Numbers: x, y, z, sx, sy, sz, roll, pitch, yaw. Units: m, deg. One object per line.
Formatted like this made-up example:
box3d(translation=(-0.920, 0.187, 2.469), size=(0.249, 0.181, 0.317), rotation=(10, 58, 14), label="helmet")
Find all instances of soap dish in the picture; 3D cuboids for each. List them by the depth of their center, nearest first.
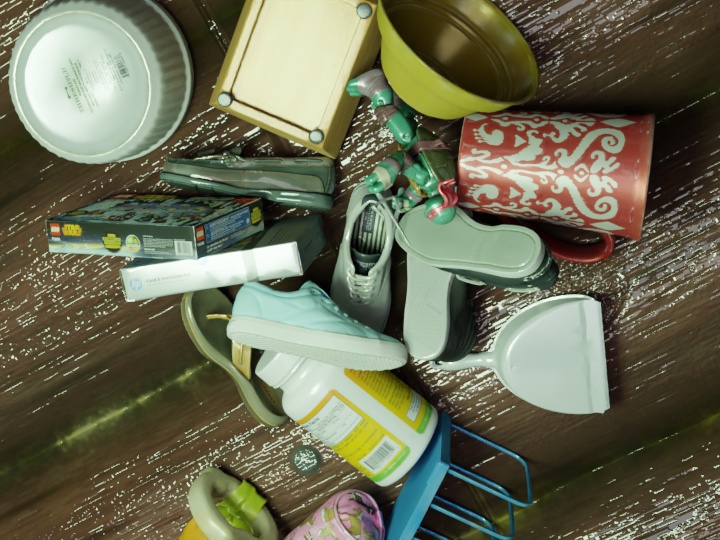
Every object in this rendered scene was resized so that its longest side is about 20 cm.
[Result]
box3d(translation=(-0.065, -0.238, 1.462), size=(0.156, 0.081, 0.202), rotation=(23, 108, 1), label="soap dish")

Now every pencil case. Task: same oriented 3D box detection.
box3d(translation=(-0.055, 0.343, 1.603), size=(0.087, 0.083, 0.200), rotation=(45, 119, -1), label="pencil case")

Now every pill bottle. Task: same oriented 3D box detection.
box3d(translation=(-0.018, 0.144, 1.536), size=(0.199, 0.111, 0.111), rotation=(39, 107, -11), label="pill bottle")

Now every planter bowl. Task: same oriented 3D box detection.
box3d(translation=(0.083, -0.220, 1.405), size=(0.200, 0.201, 0.084), rotation=(37, 128, -4), label="planter bowl")

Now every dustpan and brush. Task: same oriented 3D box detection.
box3d(translation=(0.178, 0.102, 1.545), size=(0.197, 0.057, 0.141), rotation=(-7, 103, 3), label="dustpan and brush")

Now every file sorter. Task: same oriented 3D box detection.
box3d(translation=(0.103, 0.298, 1.562), size=(0.122, 0.139, 0.202), rotation=(24, 107, -4), label="file sorter")

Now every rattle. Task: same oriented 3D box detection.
box3d(translation=(-0.174, 0.334, 1.571), size=(0.142, 0.201, 0.131), rotation=(-32, 122, 10), label="rattle")

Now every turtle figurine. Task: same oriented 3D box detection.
box3d(translation=(0.051, -0.109, 1.425), size=(0.100, 0.150, 0.202), rotation=(-20, 69, 4), label="turtle figurine")

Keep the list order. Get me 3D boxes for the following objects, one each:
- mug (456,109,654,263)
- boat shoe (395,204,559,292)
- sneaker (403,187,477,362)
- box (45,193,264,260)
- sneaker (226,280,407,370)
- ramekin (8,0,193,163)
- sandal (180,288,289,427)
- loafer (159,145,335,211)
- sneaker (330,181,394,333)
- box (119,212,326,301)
box3d(translation=(0.205, -0.089, 1.444), size=(0.197, 0.133, 0.180), rotation=(7, 105, 9), label="mug")
box3d(translation=(0.121, -0.019, 1.432), size=(0.060, 0.199, 0.076), rotation=(42, 77, -44), label="boat shoe")
box3d(translation=(0.097, 0.012, 1.522), size=(0.070, 0.099, 0.202), rotation=(4, 76, 24), label="sneaker")
box3d(translation=(-0.224, -0.050, 1.477), size=(0.198, 0.137, 0.040), rotation=(3, 106, 27), label="box")
box3d(translation=(-0.041, 0.052, 1.455), size=(0.198, 0.074, 0.083), rotation=(14, 72, -10), label="sneaker")
box3d(translation=(-0.292, -0.213, 1.488), size=(0.198, 0.105, 0.203), rotation=(2, 105, 7), label="ramekin")
box3d(translation=(-0.132, 0.093, 1.562), size=(0.054, 0.080, 0.201), rotation=(-23, 108, 35), label="sandal")
box3d(translation=(-0.124, -0.112, 1.522), size=(0.198, 0.072, 0.064), rotation=(10, 87, -2), label="loafer")
box3d(translation=(0.000, 0.000, 1.524), size=(0.072, 0.071, 0.202), rotation=(5, 108, 6), label="sneaker")
box3d(translation=(-0.148, -0.016, 1.497), size=(0.198, 0.156, 0.042), rotation=(-10, 102, 11), label="box")
